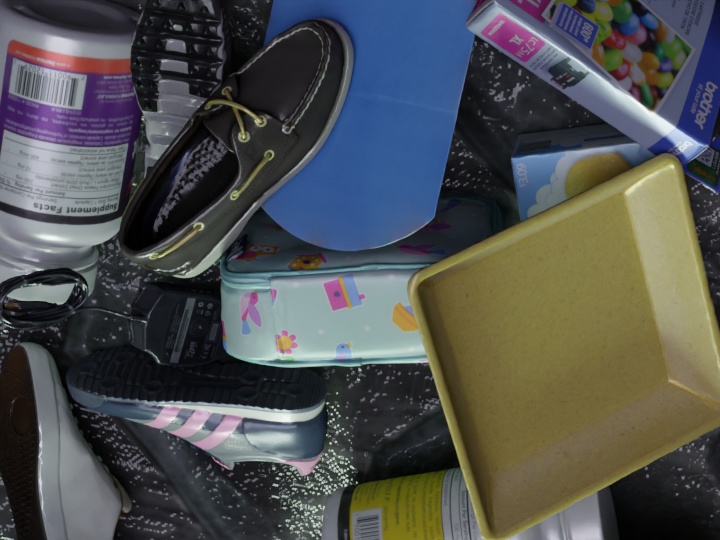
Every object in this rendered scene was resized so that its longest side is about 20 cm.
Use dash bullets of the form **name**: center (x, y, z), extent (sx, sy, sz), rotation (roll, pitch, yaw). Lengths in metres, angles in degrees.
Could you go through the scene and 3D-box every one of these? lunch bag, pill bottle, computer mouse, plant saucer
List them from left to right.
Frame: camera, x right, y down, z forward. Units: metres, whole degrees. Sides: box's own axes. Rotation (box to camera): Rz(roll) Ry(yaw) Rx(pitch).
- **pill bottle**: center (-0.211, -0.084, 1.322), extent (0.111, 0.111, 0.201), rotation (15, 111, 6)
- **computer mouse**: center (-0.171, 0.029, 1.342), extent (0.199, 0.034, 0.059), rotation (11, 103, -36)
- **lunch bag**: center (0.000, 0.000, 1.288), extent (0.199, 0.161, 0.077), rotation (-2, 113, 5)
- **pill bottle**: center (0.081, 0.196, 1.360), extent (0.199, 0.111, 0.112), rotation (-10, 106, 14)
- **plant saucer**: center (0.130, 0.044, 1.216), extent (0.199, 0.048, 0.201), rotation (-25, 116, -16)

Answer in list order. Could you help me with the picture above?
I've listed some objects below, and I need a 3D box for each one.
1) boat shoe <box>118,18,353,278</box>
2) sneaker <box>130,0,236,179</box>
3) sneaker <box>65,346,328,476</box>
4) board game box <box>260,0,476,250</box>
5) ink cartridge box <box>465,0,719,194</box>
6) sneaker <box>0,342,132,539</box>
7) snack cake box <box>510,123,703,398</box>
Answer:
- **boat shoe**: center (-0.080, -0.079, 1.222), extent (0.072, 0.061, 0.201), rotation (42, 103, 24)
- **sneaker**: center (-0.112, -0.124, 1.297), extent (0.066, 0.091, 0.201), rotation (10, 125, 12)
- **sneaker**: center (-0.121, 0.110, 1.395), extent (0.199, 0.070, 0.082), rotation (8, 125, 15)
- **board game box**: center (0.005, -0.112, 1.238), extent (0.157, 0.039, 0.201), rotation (14, 92, 32)
- **ink cartridge box**: center (0.171, -0.149, 1.208), extent (0.200, 0.120, 0.042), rotation (34, 144, -15)
- **sneaker**: center (-0.222, 0.151, 1.438), extent (0.073, 0.084, 0.201), rotation (-7, 92, 50)
- **snack cake box**: center (0.174, 0.003, 1.301), extent (0.114, 0.067, 0.201), rotation (-7, 107, 12)
